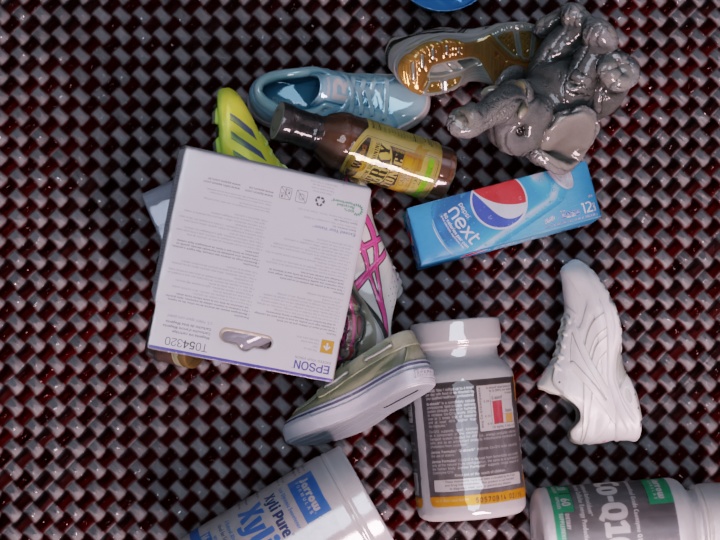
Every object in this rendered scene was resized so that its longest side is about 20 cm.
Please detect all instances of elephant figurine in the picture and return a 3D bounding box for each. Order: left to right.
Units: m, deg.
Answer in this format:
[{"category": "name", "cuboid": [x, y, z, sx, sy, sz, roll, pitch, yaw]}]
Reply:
[{"category": "elephant figurine", "cuboid": [0.180, -0.168, 1.509, 0.200, 0.141, 0.155, -46, 108, -7]}]

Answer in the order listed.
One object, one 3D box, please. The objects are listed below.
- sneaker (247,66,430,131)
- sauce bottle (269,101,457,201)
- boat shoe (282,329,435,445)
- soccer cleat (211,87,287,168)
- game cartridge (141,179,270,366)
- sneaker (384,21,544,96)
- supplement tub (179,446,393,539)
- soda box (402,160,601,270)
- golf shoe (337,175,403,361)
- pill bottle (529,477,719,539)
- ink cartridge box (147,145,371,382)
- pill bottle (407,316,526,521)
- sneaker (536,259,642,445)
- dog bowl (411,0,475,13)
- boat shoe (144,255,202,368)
[{"category": "sneaker", "cuboid": [-0.022, -0.179, 1.556, 0.198, 0.082, 0.075, -3, 85, -2]}, {"category": "sauce bottle", "cuboid": [0.002, -0.127, 1.533, 0.198, 0.065, 0.065, 15, 84, -19]}, {"category": "boat shoe", "cuboid": [-0.004, 0.124, 1.504, 0.199, 0.072, 0.063, -29, 64, 33]}, {"category": "soccer cleat", "cuboid": [-0.100, -0.094, 1.509, 0.083, 0.065, 0.202, -14, 100, 5]}, {"category": "game cartridge", "cuboid": [-0.135, -0.016, 1.561, 0.132, 0.042, 0.201, -25, 86, 0]}, {"category": "sneaker", "cuboid": [0.119, -0.237, 1.571, 0.198, 0.088, 0.076, -5, 114, -24]}, {"category": "supplement tub", "cuboid": [-0.075, 0.283, 1.487, 0.199, 0.132, 0.133, -31, 86, -4]}, {"category": "soda box", "cuboid": [0.149, -0.058, 1.557, 0.198, 0.068, 0.065, -16, 85, -3]}, {"category": "golf shoe", "cuboid": [0.000, 0.000, 1.556, 0.091, 0.072, 0.202, 7, 76, -35]}, {"category": "pill bottle", "cuboid": [0.279, 0.273, 1.508, 0.198, 0.113, 0.114, -4, 85, -3]}, {"category": "ink cartridge box", "cuboid": [-0.103, -0.005, 1.459, 0.195, 0.043, 0.202, 12, 90, -16]}, {"category": "pill bottle", "cuboid": [0.106, 0.153, 1.511, 0.115, 0.116, 0.202, -4, 85, -2]}, {"category": "sneaker", "cuboid": [0.230, 0.091, 1.544, 0.098, 0.078, 0.202, -14, 84, 0]}, {"category": "dog bowl", "cuboid": [0.086, -0.375, 1.595, 0.110, 0.050, 0.202, -4, 85, -2]}, {"category": "boat shoe", "cuboid": [-0.180, -0.002, 1.503, 0.064, 0.073, 0.202, 5, 71, 16]}]
